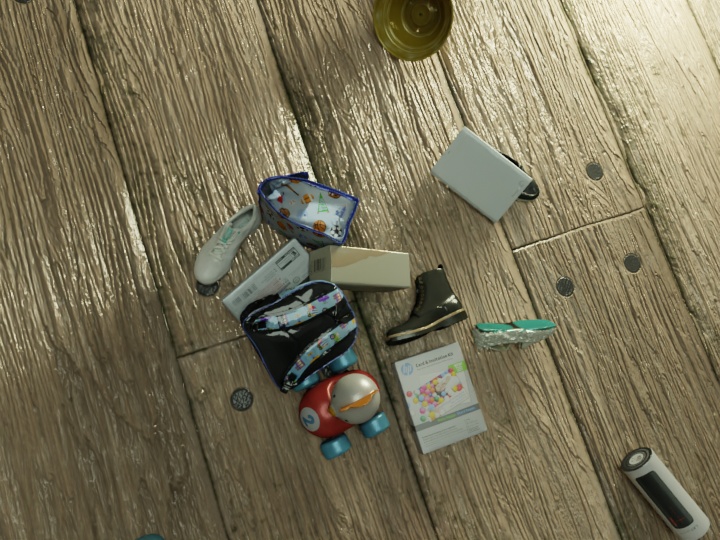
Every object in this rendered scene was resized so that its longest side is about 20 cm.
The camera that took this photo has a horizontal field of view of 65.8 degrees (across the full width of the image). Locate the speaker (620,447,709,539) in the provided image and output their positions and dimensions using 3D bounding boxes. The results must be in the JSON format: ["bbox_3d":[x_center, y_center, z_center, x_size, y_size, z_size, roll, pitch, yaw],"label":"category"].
[{"bbox_3d":[0.679,0.498,1.243,0.081,0.081,0.200,-38,88,-16],"label":"speaker"}]

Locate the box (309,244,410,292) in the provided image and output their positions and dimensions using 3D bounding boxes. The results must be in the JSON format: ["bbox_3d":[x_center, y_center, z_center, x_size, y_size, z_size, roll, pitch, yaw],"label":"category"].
[{"bbox_3d":[0.000,0.000,1.173,0.199,0.095,0.078,5,79,-34],"label":"box"}]

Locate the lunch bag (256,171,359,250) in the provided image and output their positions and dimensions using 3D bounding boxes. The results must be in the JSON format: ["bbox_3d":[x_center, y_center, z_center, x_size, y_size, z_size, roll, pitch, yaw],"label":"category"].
[{"bbox_3d":[-0.117,-0.123,1.171,0.199,0.170,0.124,19,77,-3],"label":"lunch bag"}]

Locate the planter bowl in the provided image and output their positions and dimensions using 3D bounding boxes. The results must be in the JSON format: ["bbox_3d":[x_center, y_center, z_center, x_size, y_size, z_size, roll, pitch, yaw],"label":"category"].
[{"bbox_3d":[0.136,-0.615,1.344,0.200,0.200,0.083,43,35,0],"label":"planter bowl"}]

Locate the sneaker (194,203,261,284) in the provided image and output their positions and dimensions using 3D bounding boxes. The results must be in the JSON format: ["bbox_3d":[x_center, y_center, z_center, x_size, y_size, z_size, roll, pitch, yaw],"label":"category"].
[{"bbox_3d":[-0.282,-0.063,1.169,0.075,0.088,0.200,34,75,-4],"label":"sneaker"}]

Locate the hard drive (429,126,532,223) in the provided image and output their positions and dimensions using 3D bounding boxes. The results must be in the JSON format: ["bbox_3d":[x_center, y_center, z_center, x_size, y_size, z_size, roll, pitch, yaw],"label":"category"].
[{"bbox_3d":[0.281,-0.224,1.310,0.200,0.026,0.132,38,108,-1],"label":"hard drive"}]

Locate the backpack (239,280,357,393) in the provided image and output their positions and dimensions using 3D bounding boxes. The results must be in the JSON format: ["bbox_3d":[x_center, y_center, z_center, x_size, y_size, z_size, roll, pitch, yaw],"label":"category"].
[{"bbox_3d":[-0.117,0.112,1.101,0.200,0.135,0.183,-31,103,-13],"label":"backpack"}]

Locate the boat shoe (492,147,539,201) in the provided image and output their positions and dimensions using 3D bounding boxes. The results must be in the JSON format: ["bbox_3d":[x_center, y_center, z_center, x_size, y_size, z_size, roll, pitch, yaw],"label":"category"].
[{"bbox_3d":[0.355,-0.238,1.338,0.199,0.066,0.075,38,73,-2],"label":"boat shoe"}]

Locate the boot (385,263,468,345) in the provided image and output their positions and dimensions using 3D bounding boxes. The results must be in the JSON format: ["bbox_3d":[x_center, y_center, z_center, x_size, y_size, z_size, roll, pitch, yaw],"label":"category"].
[{"bbox_3d":[0.125,0.077,1.233,0.199,0.077,0.139,-17,78,-27],"label":"boot"}]

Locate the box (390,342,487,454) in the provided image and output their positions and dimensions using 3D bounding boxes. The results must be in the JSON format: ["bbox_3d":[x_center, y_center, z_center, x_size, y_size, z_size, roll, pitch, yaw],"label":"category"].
[{"bbox_3d":[0.170,0.274,1.211,0.155,0.041,0.201,-15,81,-14],"label":"box"}]

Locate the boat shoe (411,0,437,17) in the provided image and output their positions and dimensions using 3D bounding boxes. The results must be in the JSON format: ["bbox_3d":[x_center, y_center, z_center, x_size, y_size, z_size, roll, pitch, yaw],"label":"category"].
[{"bbox_3d":[0.137,-0.720,1.398,0.073,0.062,0.200,-29,85,-15],"label":"boat shoe"}]

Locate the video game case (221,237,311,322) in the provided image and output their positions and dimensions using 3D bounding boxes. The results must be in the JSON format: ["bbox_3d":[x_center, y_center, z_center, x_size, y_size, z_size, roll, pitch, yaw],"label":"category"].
[{"bbox_3d":[-0.156,0.064,1.168,0.200,0.023,0.182,-42,105,-11],"label":"video game case"}]

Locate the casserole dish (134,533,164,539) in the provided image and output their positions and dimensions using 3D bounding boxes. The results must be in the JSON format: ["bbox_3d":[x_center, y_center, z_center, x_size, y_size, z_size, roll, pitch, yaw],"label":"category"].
[{"bbox_3d":[-0.436,0.581,1.033,0.200,0.039,0.121,-24,84,-15],"label":"casserole dish"}]

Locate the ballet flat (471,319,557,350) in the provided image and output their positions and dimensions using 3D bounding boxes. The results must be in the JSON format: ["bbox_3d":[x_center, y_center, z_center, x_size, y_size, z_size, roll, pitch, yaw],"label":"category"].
[{"bbox_3d":[0.345,0.149,1.267,0.199,0.072,0.072,-1,79,-9],"label":"ballet flat"}]

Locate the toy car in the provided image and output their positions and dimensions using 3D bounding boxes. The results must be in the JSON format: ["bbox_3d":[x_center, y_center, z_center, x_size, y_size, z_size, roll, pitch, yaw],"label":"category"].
[{"bbox_3d":[-0.032,0.260,1.092,0.176,0.200,0.185,-25,84,-15],"label":"toy car"}]
